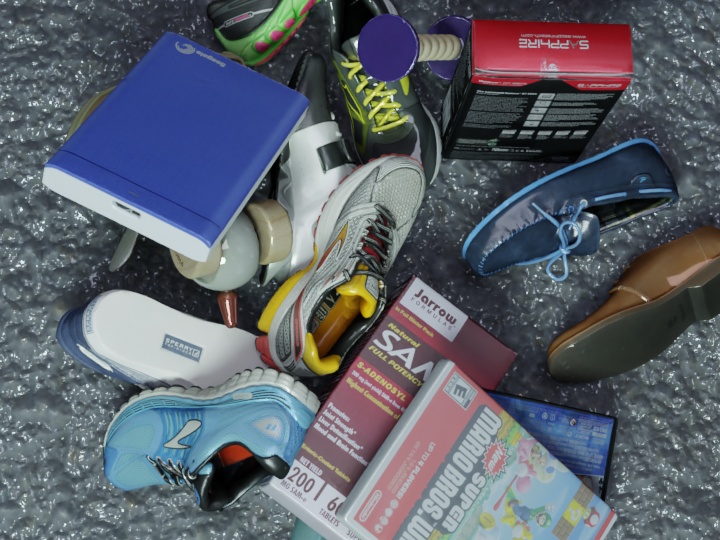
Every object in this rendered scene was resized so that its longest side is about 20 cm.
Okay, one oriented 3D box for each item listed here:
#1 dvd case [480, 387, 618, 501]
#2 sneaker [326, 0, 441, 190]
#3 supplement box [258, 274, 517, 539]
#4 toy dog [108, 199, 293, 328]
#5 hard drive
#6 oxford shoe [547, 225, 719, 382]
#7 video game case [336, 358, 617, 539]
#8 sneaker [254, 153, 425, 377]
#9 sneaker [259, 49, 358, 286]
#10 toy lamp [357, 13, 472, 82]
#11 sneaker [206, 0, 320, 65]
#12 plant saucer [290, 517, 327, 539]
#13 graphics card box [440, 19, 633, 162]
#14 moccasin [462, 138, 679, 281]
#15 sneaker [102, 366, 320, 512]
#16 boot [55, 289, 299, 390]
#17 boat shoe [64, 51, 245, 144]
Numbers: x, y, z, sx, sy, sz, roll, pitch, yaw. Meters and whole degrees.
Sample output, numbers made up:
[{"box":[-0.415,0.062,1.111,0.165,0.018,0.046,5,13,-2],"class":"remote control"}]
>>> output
[{"box":[0.125,0.201,1.068,0.141,0.018,0.202,14,84,-26],"class":"dvd case"},{"box":[0.009,-0.156,1.162,0.074,0.085,0.202,-22,71,14],"class":"sneaker"},{"box":[0.022,0.117,1.073,0.108,0.061,0.201,36,73,-4],"class":"supplement box"},{"box":[-0.133,-0.019,1.097,0.130,0.200,0.097,-2,107,-17],"class":"toy dog"},{"box":[-0.133,-0.099,1.039,0.131,0.025,0.201,26,42,3],"class":"hard drive"},{"box":[0.234,0.028,1.156,0.199,0.072,0.071,-29,49,-10],"class":"oxford shoe"},{"box":[0.092,0.184,1.032,0.200,0.017,0.144,42,72,-20],"class":"video game case"},{"box":[0.000,0.000,1.089,0.078,0.082,0.201,35,79,-33],"class":"sneaker"},{"box":[-0.032,-0.082,1.157,0.087,0.074,0.202,6,85,-10],"class":"sneaker"},{"box":[0.058,-0.182,1.132,0.058,0.200,0.059,5,101,24],"class":"toy lamp"},{"box":[-0.058,-0.272,1.202,0.084,0.077,0.200,40,74,3],"class":"sneaker"},{"box":[0.042,0.231,1.095,0.198,0.027,0.202,1,75,-4],"class":"plant saucer"},{"box":[0.137,-0.141,1.115,0.124,0.200,0.051,1,75,-3],"class":"graphics card box"},{"box":[0.181,-0.046,1.152,0.199,0.081,0.068,-29,67,-10],"class":"moccasin"},{"box":[-0.125,0.137,1.034,0.078,0.199,0.091,43,42,-35],"class":"sneaker"},{"box":[-0.144,0.073,1.107,0.199,0.090,0.073,31,67,-25],"class":"boot"},{"box":[-0.163,-0.124,1.109,0.201,0.063,0.074,-46,118,-50],"class":"boat shoe"}]
